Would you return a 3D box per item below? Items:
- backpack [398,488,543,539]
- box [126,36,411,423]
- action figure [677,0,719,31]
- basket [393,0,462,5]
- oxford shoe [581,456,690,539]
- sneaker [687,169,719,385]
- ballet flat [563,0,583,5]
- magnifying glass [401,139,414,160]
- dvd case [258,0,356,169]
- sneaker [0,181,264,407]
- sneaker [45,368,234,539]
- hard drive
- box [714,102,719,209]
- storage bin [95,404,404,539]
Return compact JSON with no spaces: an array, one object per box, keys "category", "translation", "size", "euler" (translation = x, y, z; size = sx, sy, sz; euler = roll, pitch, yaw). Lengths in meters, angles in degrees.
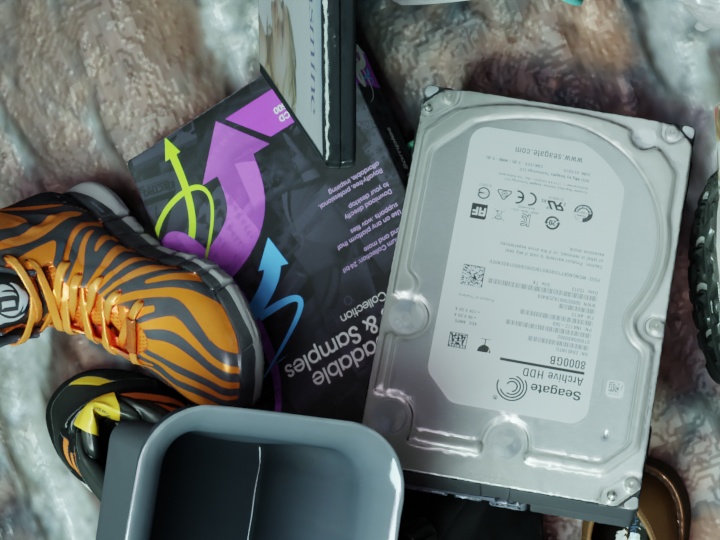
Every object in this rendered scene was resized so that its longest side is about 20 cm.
[{"category":"backpack","translation":[-0.014,0.178,1.411],"size":[0.199,0.163,0.155],"euler":[-5,116,28]},{"category":"box","translation":[-0.024,-0.002,1.430],"size":[0.143,0.036,0.201],"euler":[-31,76,23]},{"category":"action figure","translation":[0.209,-0.198,1.308],"size":[0.200,0.105,0.194],"euler":[41,99,10]},{"category":"basket","translation":[0.058,-0.243,1.301],"size":[0.135,0.123,0.201],"euler":[-6,74,9]},{"category":"oxford shoe","translation":[0.135,0.200,1.402],"size":[0.071,0.071,0.201],"euler":[-5,97,19]},{"category":"sneaker","translation":[0.211,0.044,1.361],"size":[0.079,0.074,0.201],"euler":[-17,89,-2]},{"category":"ballet flat","translation":[0.043,-0.206,1.385],"size":[0.199,0.070,0.066],"euler":[31,100,12]},{"category":"magnifying glass","translation":[0.000,0.000,1.451],"size":[0.200,0.022,0.080],"euler":[-35,81,23]},{"category":"dvd case","translation":[-0.027,-0.141,1.310],"size":[0.017,0.200,0.144],"euler":[-3,107,-10]},{"category":"sneaker","translation":[-0.140,0.024,1.420],"size":[0.200,0.112,0.078],"euler":[32,126,44]},{"category":"sneaker","translation":[-0.119,0.084,1.426],"size":[0.070,0.090,0.200],"euler":[-44,37,-6]},{"category":"hard drive","translation":[0.081,0.015,1.350],"size":[0.139,0.038,0.201],"euler":[10,71,5]},{"category":"box","translation":[0.195,0.017,1.306],"size":[0.041,0.039,0.202],"euler":[-1,85,-9]},{"category":"storage bin","translation":[-0.062,0.157,1.280],"size":[0.145,0.134,0.201],"euler":[8,92,-21]}]
